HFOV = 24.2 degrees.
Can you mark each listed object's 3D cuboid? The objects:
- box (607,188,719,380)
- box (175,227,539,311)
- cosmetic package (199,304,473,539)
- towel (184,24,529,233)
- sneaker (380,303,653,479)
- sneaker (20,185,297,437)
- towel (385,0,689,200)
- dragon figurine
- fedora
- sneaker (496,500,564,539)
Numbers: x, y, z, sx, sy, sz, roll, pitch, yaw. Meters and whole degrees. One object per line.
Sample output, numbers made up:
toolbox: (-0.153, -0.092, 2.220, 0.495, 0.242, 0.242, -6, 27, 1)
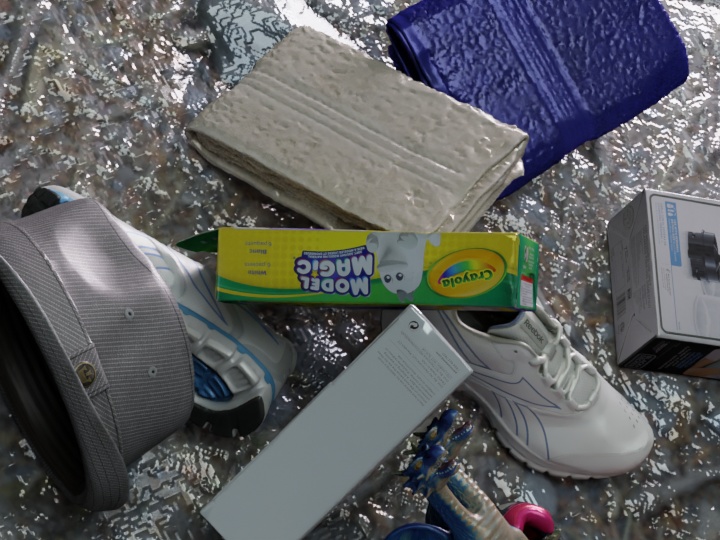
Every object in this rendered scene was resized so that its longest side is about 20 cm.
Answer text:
box: (0.279, 0.017, 1.186, 0.199, 0.060, 0.117, 9, 63, -17)
box: (0.000, 0.000, 0.985, 0.199, 0.117, 0.049, 3, 88, 12)
cosmetic package: (-0.008, 0.090, 0.931, 0.151, 0.200, 0.052, -42, 86, 1)
towel: (0.000, -0.084, 1.109, 0.200, 0.035, 0.133, 30, 55, 21)
sneaker: (0.107, 0.065, 1.081, 0.200, 0.087, 0.075, 33, 57, -5)
sneaker: (-0.123, 0.016, 1.035, 0.200, 0.075, 0.087, 42, 35, 4)
towel: (0.127, -0.154, 1.195, 0.200, 0.050, 0.148, -31, 95, -20)
dragon figurine: (0.050, 0.162, 0.964, 0.099, 0.200, 0.059, 34, 50, 15)
fedora: (-0.157, 0.032, 0.936, 0.090, 0.177, 0.201, -28, 95, -23)
sneaker: (0.118, 0.237, 1.011, 0.080, 0.075, 0.201, -21, 76, -28)
